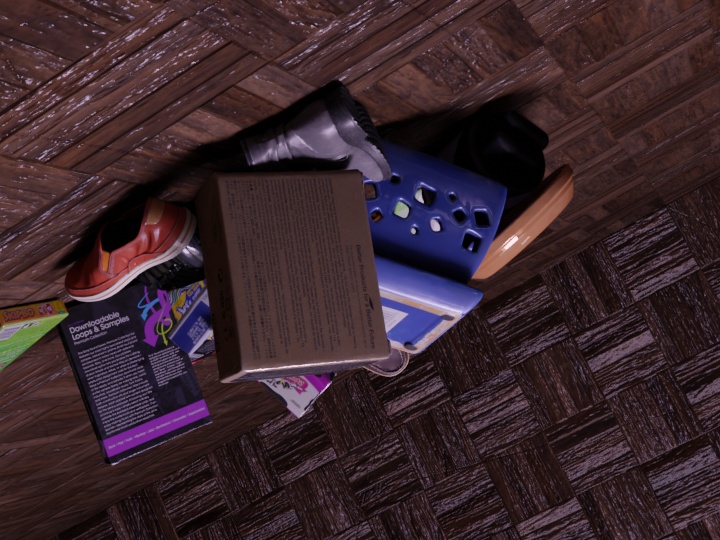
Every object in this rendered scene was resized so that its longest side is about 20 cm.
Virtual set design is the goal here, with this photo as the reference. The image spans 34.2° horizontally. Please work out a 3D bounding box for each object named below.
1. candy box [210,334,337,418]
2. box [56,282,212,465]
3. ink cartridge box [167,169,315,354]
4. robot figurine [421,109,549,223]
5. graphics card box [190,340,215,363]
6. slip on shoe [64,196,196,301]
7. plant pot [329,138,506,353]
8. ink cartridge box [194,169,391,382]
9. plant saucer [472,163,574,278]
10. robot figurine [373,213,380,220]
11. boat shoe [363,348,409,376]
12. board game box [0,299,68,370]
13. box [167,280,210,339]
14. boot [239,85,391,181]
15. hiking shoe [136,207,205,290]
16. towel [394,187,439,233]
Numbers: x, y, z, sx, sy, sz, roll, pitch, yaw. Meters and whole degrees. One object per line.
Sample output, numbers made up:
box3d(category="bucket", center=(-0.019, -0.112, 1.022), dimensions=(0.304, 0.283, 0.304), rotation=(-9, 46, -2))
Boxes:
box3d(category="candy box", center=(-0.089, 0.085, 1.379), dimensions=(0.061, 0.136, 0.200), rotation=(-47, -179, 11))
box3d(category="box", center=(-0.285, 0.123, 1.468), dimensions=(0.142, 0.201, 0.036), rotation=(-20, -175, -28))
box3d(category="ink cartridge box", center=(-0.119, -0.016, 1.352), dimensions=(0.200, 0.041, 0.200), rotation=(-49, -179, 38))
box3d(category="robot figurine", center=(0.161, -0.130, 1.541), dimensions=(0.150, 0.125, 0.200), rotation=(-16, 165, -33))
box3d(category="graphics card box", center=(-0.278, 0.109, 1.814), dimensions=(0.125, 0.051, 0.200), rotation=(-28, 170, 8))
box3d(category="slip on shoe", center=(-0.254, -0.025, 1.230), dimensions=(0.061, 0.074, 0.200), rotation=(34, 138, -32))
box3d(category="plant pot", center=(0.040, -0.018, 1.407), dimensions=(0.199, 0.181, 0.200), rotation=(17, 152, -16))
box3d(category="ink cartridge box", center=(-0.070, 0.004, 1.180), dimensions=(0.164, 0.201, 0.075), rotation=(-2, 166, -27))
box3d(category="plant saucer", center=(0.202, -0.056, 1.499), dimensions=(0.200, 0.037, 0.200), rotation=(-44, 180, 0))
box3d(category="robot figurine", center=(0.066, -0.064, 1.787), dimensions=(0.145, 0.058, 0.200), rotation=(-34, 166, 36))
box3d(category="boat shoe", center=(-0.016, 0.066, 1.494), dimensions=(0.072, 0.200, 0.072), rotation=(-43, -171, 4))
box3d(category="board game box", center=(-0.445, 0.095, 1.412), dimensions=(0.200, 0.030, 0.095), rotation=(-37, 164, 34))
box3d(category="box", center=(-0.212, 0.056, 1.686), dimensions=(0.070, 0.065, 0.200), rotation=(-28, 169, 9))
box3d(category="boot", center=(-0.049, -0.125, 1.242), dimensions=(0.131, 0.070, 0.200), rotation=(-25, 158, 9))
box3d(category="hiking shoe", center=(-0.210, -0.010, 1.337), dimensions=(0.100, 0.076, 0.200), rotation=(-31, 170, -2))
box3d(category="towel", center=(0.126, -0.092, 1.689), dimensions=(0.199, 0.031, 0.150), rotation=(-25, 140, -26))
